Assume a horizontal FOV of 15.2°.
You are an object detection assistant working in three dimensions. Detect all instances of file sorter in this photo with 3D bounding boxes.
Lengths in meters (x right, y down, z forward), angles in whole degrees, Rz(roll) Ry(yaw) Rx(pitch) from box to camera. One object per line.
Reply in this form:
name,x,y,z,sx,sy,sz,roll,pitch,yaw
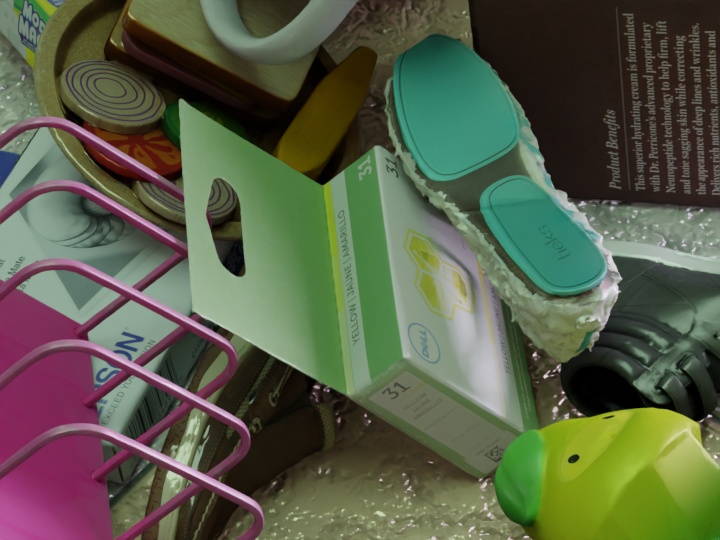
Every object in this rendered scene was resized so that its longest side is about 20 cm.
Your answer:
file sorter,-0.134,0.049,1.257,0.125,0.139,0.201,-36,44,25

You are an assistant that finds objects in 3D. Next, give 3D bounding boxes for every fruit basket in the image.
fruit basket,0.162,0.115,1.224,0.214,0.156,0.217,8,56,-12

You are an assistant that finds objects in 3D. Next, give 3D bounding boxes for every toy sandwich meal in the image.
toy sandwich meal,-0.077,-0.107,1.445,0.204,0.070,0.206,13,50,-15

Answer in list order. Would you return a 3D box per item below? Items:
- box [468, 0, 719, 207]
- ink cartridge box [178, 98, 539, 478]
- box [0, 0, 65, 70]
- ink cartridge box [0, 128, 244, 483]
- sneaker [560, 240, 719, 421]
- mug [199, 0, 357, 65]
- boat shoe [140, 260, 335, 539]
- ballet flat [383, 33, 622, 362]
box,0.173,-0.147,1.448,0.199,0.166,0.165,5,50,13
ink cartridge box,0.000,0.000,1.334,0.048,0.200,0.146,-34,41,27
box,-0.151,-0.158,1.568,0.117,0.049,0.200,-13,41,-32
ink cartridge box,-0.173,0.007,1.450,0.199,0.041,0.200,13,51,20
sneaker,0.190,0.045,1.342,0.199,0.071,0.100,5,51,22
mug,-0.018,-0.199,1.381,0.175,0.147,0.201,42,106,46
boat shoe,-0.048,0.072,1.352,0.074,0.075,0.203,18,57,5
ballet flat,0.066,-0.031,1.355,0.071,0.072,0.200,-21,52,-10
